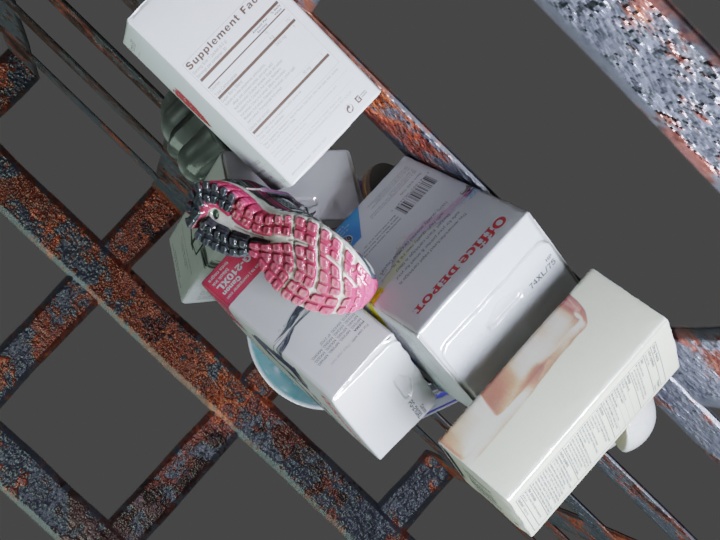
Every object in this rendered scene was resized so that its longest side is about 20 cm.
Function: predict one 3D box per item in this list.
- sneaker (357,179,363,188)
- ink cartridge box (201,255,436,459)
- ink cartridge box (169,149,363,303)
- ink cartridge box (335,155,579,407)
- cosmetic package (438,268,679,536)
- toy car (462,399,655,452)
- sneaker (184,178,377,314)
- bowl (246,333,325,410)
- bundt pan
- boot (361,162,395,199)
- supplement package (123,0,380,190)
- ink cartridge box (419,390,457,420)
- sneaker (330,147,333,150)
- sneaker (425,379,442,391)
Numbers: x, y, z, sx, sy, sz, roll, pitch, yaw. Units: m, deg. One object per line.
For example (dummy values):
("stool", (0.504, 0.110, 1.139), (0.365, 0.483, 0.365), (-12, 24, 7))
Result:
("sneaker", (0.000, 0.000, 1.464), (0.080, 0.088, 0.202), (134, 128, -82))
("ink cartridge box", (-0.038, 0.068, 1.249), (0.200, 0.084, 0.145), (38, 170, 34))
("ink cartridge box", (-0.100, -0.045, 1.376), (0.200, 0.145, 0.085), (-47, 53, 56))
("ink cartridge box", (0.083, 0.015, 1.220), (0.146, 0.147, 0.200), (49, 170, -35))
("cosmetic package", (0.170, 0.112, 1.115), (0.087, 0.200, 0.104), (38, 169, 33))
("toy car", (0.185, 0.119, 1.315), (0.200, 0.174, 0.151), (119, 138, -81))
("sneaker", (-0.063, -0.033, 1.184), (0.199, 0.081, 0.074), (33, -151, 25))
("bowl", (-0.034, 0.067, 1.649), (0.201, 0.201, 0.105), (42, -172, 5))
("bundt pan", (-0.152, -0.137, 1.493), (0.202, 0.076, 0.202), (48, -160, -23))
("boot", (0.044, -0.025, 1.362), (0.075, 0.074, 0.201), (-1, 133, 43))
("supplement package", (-0.101, -0.184, 1.185), (0.200, 0.120, 0.121), (45, 172, -9))
("ink cartridge box", (0.070, 0.139, 1.737), (0.200, 0.197, 0.047), (36, 137, 44))
("sneaker", (-0.105, -0.166, 1.450), (0.200, 0.075, 0.090), (50, 178, -7))
("sneaker", (0.114, 0.124, 1.610), (0.200, 0.140, 0.078), (48, 169, -28))
